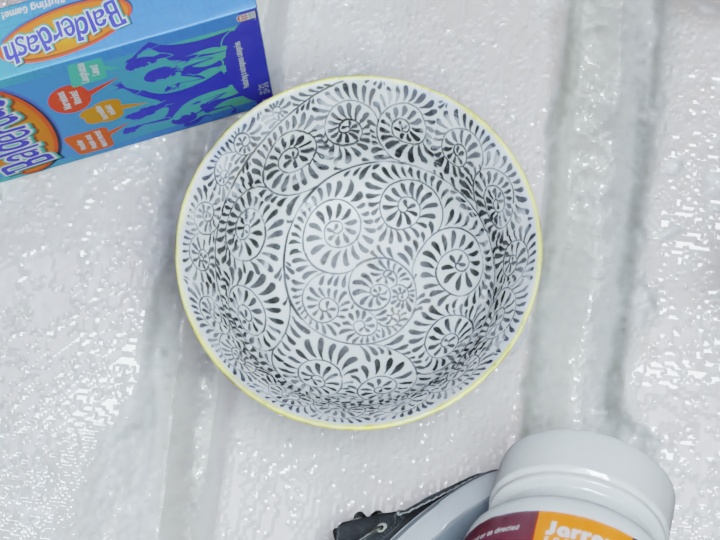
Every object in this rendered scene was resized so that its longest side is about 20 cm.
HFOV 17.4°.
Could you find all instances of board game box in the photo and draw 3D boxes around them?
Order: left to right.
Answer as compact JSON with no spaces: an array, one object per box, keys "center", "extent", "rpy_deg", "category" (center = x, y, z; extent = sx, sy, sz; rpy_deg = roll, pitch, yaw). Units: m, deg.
[{"center":[-0.153,-0.110,1.322],"extent":[0.200,0.152,0.045],"rpy_deg":[-16,74,-2],"category":"board game box"}]

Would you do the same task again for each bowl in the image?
[{"center":[0.000,0.000,1.314],"extent":[0.200,0.094,0.201],"rpy_deg":[0,74,1],"category":"bowl"}]

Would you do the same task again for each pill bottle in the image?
[{"center":[0.096,0.187,1.191],"extent":[0.114,0.114,0.200],"rpy_deg":[14,52,6],"category":"pill bottle"}]

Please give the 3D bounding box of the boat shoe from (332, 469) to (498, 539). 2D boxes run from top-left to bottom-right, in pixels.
[{"center":[0.003,0.165,1.285],"extent":[0.200,0.070,0.066],"rpy_deg":[-39,52,-14],"category":"boat shoe"}]
